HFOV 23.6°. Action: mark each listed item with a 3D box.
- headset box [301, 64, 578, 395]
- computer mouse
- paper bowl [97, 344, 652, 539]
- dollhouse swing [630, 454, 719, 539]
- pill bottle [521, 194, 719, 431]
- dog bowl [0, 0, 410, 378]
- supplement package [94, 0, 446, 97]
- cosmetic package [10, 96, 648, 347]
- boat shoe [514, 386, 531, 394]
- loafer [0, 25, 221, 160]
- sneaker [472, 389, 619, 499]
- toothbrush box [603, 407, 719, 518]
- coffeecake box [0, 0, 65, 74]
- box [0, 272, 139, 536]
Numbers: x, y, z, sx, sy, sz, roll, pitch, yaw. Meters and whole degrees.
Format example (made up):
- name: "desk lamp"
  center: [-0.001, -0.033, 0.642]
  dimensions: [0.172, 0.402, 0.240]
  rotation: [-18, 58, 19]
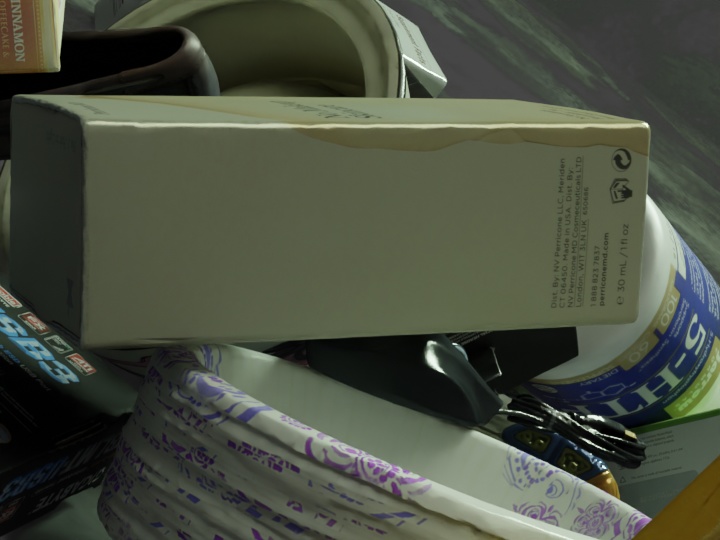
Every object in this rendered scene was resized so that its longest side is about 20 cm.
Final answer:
- name: "headset box"
  center: [0.000, 0.000, 0.818]
  dimensions: [0.200, 0.148, 0.075]
  rotation: [56, -13, 44]
- name: "computer mouse"
  center: [0.056, 0.047, 0.710]
  dimensions: [0.200, 0.034, 0.059]
  rotation: [20, 2, -44]
- name: "paper bowl"
  center: [0.006, 0.105, 0.593]
  dimensions: [0.200, 0.105, 0.201]
  rotation: [20, 3, -1]
- name: "dollhouse swing"
  center: [0.117, 0.169, 0.468]
  dimensions: [0.200, 0.176, 0.182]
  rotation: [50, 12, -48]
- name: "pill bottle"
  center: [0.140, 0.029, 0.963]
  dimensions: [0.120, 0.120, 0.200]
  rotation: [49, 7, 33]
- name: "dog bowl"
  center: [-0.059, -0.036, 0.754]
  dimensions: [0.200, 0.200, 0.074]
  rotation: [55, 1, 43]
- name: "supplement package"
  center: [-0.062, -0.150, 1.145]
  dimensions: [0.200, 0.117, 0.117]
  rotation: [31, 18, -23]
- name: "cosmetic package"
  center: [-0.012, -0.021, 0.596]
  dimensions: [0.200, 0.073, 0.104]
  rotation: [-1, 10, -25]
- name: "boat shoe"
  center: [0.108, 0.046, 1.077]
  dimensions: [0.066, 0.075, 0.199]
  rotation: [15, 8, 42]
- name: "loafer"
  center: [-0.155, -0.078, 0.700]
  dimensions: [0.200, 0.063, 0.072]
  rotation: [1, 54, 2]
- name: "sneaker"
  center: [0.045, 0.077, 0.891]
  dimensions: [0.200, 0.075, 0.088]
  rotation: [42, 0, 10]
- name: "toothbrush box"
  center: [0.252, 0.135, 0.963]
  dimensions: [0.200, 0.145, 0.086]
  rotation: [21, 60, -43]
- name: "coffeecake box"
  center: [-0.216, -0.124, 0.661]
  dimensions: [0.200, 0.073, 0.154]
  rotation: [-3, 22, -8]
- name: "box"
  center: [-0.194, 0.017, 0.573]
  dimensions: [0.200, 0.050, 0.198]
  rotation: [40, 17, 10]
